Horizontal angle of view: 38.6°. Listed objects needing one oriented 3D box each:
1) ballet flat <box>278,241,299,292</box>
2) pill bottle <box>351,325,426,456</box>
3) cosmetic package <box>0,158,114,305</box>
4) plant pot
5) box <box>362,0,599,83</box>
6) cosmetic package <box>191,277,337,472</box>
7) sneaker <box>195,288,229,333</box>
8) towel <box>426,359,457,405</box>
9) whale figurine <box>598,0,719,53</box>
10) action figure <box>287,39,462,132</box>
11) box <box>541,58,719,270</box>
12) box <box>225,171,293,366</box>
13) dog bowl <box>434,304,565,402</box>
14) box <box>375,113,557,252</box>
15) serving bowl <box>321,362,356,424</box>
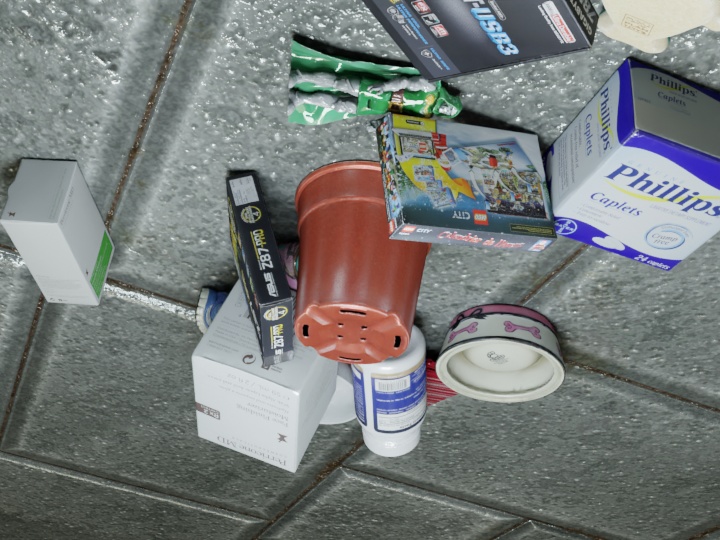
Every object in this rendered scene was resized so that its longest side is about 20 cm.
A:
[{"bbox_3d":[-0.078,0.026,1.508,0.070,0.070,0.201,12,148,34],"label":"ballet flat"},{"bbox_3d":[0.045,0.182,1.578,0.114,0.116,0.202,3,128,8],"label":"pill bottle"},{"bbox_3d":[-0.413,-0.049,1.416,0.083,0.109,0.201,4,148,5],"label":"cosmetic package"},{"bbox_3d":[0.000,0.000,1.321,0.197,0.198,0.202,5,147,3],"label":"plant pot"},{"bbox_3d":[0.100,-0.275,0.988,0.196,0.050,0.200,-2,147,38],"label":"box"},{"bbox_3d":[-0.132,0.148,1.477,0.163,0.166,0.202,18,138,11],"label":"cosmetic package"},{"bbox_3d":[-0.195,0.104,1.629,0.088,0.079,0.201,3,147,12],"label":"sneaker"},{"bbox_3d":[0.099,0.196,1.723,0.143,0.023,0.199,15,150,-36],"label":"towel"},{"bbox_3d":[0.278,-0.276,0.954,0.157,0.105,0.200,23,171,9],"label":"whale figurine"},{"bbox_3d":[0.017,-0.196,1.156,0.197,0.055,0.119,4,144,-2],"label":"action figure"},{"bbox_3d":[0.328,-0.112,1.166,0.181,0.106,0.200,16,146,-14],"label":"box"},{"bbox_3d":[-0.131,-0.001,1.346,0.048,0.202,0.162,-13,150,-10],"label":"box"},{"bbox_3d":[0.215,0.125,1.579,0.197,0.075,0.201,6,147,4],"label":"dog bowl"},{"bbox_3d":[0.119,-0.097,1.159,0.197,0.139,0.038,5,155,-24],"label":"box"},{"bbox_3d":[-0.086,0.173,1.682,0.197,0.066,0.201,10,145,7],"label":"serving bowl"}]
